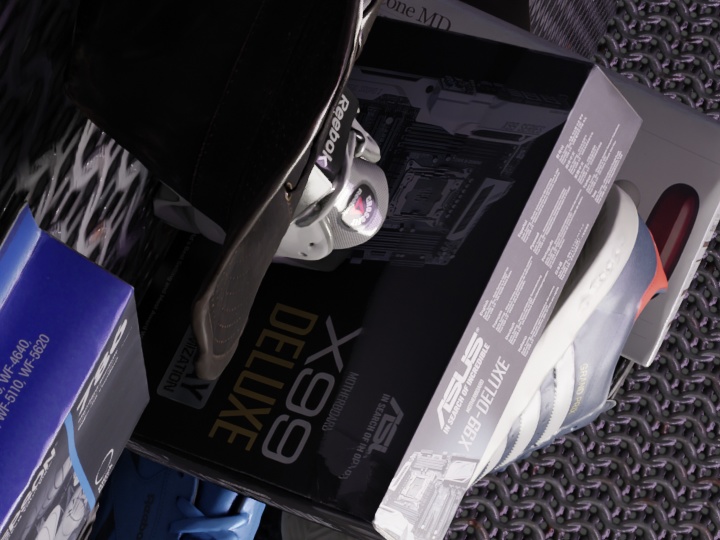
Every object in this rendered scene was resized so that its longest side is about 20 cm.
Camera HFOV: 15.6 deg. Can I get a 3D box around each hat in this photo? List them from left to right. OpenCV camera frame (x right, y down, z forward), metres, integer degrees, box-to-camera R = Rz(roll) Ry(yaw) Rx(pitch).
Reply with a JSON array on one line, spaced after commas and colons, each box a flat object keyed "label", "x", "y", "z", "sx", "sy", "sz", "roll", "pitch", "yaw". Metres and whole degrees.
[{"label": "hat", "x": -0.038, "y": -0.075, "z": 0.771, "sx": 0.201, "sy": 0.081, "sz": 0.201, "roll": -156, "pitch": -90, "yaw": -89}]

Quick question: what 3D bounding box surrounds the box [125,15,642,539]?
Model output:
[{"label": "box", "x": 0.000, "y": 0.000, "z": 1.043, "sx": 0.050, "sy": 0.157, "sz": 0.201, "roll": 42, "pitch": 71, "yaw": -48}]

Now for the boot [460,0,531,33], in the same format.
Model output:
[{"label": "boot", "x": 0.048, "y": -0.125, "z": 1.425, "sx": 0.076, "sy": 0.073, "sz": 0.200, "roll": -56, "pitch": -177, "yaw": 36}]

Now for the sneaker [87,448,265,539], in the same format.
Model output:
[{"label": "sneaker", "x": -0.076, "y": 0.113, "z": 1.089, "sx": 0.078, "sy": 0.066, "sz": 0.201, "roll": -48, "pitch": -154, "yaw": 46}]

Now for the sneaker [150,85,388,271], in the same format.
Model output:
[{"label": "sneaker", "x": -0.028, "y": -0.049, "z": 0.936, "sx": 0.074, "sy": 0.088, "sz": 0.200, "roll": -62, "pitch": 173, "yaw": -11}]

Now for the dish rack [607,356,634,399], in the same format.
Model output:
[{"label": "dish rack", "x": 0.046, "y": 0.008, "z": 1.312, "sx": 0.055, "sy": 0.199, "sz": 0.154, "roll": 95, "pitch": 20, "yaw": -52}]

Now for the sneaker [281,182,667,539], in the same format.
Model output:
[{"label": "sneaker", "x": 0.054, "y": 0.057, "z": 1.065, "sx": 0.200, "sy": 0.075, "sz": 0.084, "roll": -48, "pitch": 140, "yaw": 0}]

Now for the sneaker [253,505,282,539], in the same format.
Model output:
[{"label": "sneaker", "x": 0.005, "y": 0.072, "z": 1.131, "sx": 0.070, "sy": 0.075, "sz": 0.201, "roll": 52, "pitch": -54, "yaw": 55}]

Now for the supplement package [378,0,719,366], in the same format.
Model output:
[{"label": "supplement package", "x": 0.066, "y": -0.051, "z": 1.200, "sx": 0.156, "sy": 0.199, "sz": 0.111, "roll": -11, "pitch": 125, "yaw": -82}]

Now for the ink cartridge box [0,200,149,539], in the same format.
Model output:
[{"label": "ink cartridge box", "x": -0.110, "y": 0.054, "z": 0.872, "sx": 0.100, "sy": 0.039, "sz": 0.200, "roll": -62, "pitch": 173, "yaw": -14}]
